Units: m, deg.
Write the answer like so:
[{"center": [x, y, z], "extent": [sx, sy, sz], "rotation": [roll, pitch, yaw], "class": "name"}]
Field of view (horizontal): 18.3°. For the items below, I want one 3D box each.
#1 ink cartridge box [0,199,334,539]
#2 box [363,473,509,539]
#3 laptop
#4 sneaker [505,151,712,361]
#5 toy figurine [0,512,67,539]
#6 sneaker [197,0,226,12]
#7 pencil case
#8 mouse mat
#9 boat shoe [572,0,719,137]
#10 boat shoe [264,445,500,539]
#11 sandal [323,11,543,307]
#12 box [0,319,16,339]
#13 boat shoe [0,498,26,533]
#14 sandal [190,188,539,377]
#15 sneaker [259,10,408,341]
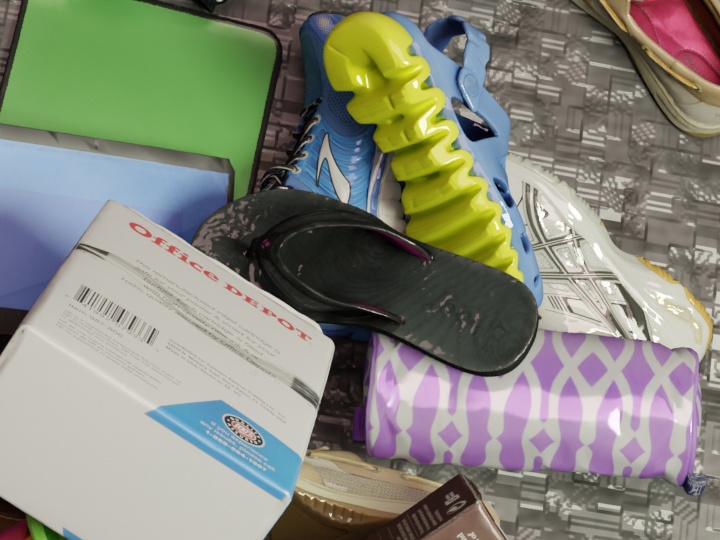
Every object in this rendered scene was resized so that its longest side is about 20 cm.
[{"center": [-0.101, 0.061, 1.091], "extent": [0.144, 0.200, 0.084], "rotation": [33, 109, -5], "class": "ink cartridge box"}, {"center": [0.004, 0.208, 1.180], "extent": [0.200, 0.075, 0.100], "rotation": [-34, 99, -2], "class": "box"}, {"center": [-0.136, 0.019, 1.218], "extent": [0.177, 0.103, 0.200], "rotation": [7, 29, -25], "class": "laptop"}, {"center": [0.110, 0.008, 1.313], "extent": [0.200, 0.076, 0.088], "rotation": [38, 70, 2], "class": "sneaker"}, {"center": [-0.175, 0.212, 1.113], "extent": [0.184, 0.150, 0.200], "rotation": [-31, 93, 14], "class": "toy figurine"}, {"center": [-0.080, -0.199, 1.352], "extent": [0.200, 0.072, 0.083], "rotation": [-2, 116, -23], "class": "sneaker"}, {"center": [0.096, 0.075, 1.259], "extent": [0.200, 0.086, 0.084], "rotation": [7, 68, 2], "class": "pencil case"}, {"center": [-0.139, -0.070, 1.323], "extent": [0.161, 0.008, 0.200], "rotation": [14, 72, -7], "class": "mouse mat"}, {"center": [0.178, -0.178, 1.384], "extent": [0.074, 0.069, 0.200], "rotation": [-36, 84, -18], "class": "boat shoe"}, {"center": [-0.020, 0.134, 1.259], "extent": [0.200, 0.065, 0.072], "rotation": [11, 116, 7], "class": "boat shoe"}, {"center": [0.059, -0.064, 1.260], "extent": [0.087, 0.079, 0.200], "rotation": [-34, 107, -40], "class": "sandal"}, {"center": [-0.281, 0.092, 1.233], "extent": [0.143, 0.036, 0.200], "rotation": [32, 72, -2], "class": "box"}, {"center": [-0.149, 0.141, 1.209], "extent": [0.200, 0.072, 0.068], "rotation": [22, 95, -21], "class": "boat shoe"}, {"center": [0.001, -0.001, 1.220], "extent": [0.200, 0.048, 0.075], "rotation": [15, 76, 14], "class": "sandal"}, {"center": [-0.022, -0.057, 1.306], "extent": [0.089, 0.079, 0.200], "rotation": [-1, 74, -14], "class": "sneaker"}]
